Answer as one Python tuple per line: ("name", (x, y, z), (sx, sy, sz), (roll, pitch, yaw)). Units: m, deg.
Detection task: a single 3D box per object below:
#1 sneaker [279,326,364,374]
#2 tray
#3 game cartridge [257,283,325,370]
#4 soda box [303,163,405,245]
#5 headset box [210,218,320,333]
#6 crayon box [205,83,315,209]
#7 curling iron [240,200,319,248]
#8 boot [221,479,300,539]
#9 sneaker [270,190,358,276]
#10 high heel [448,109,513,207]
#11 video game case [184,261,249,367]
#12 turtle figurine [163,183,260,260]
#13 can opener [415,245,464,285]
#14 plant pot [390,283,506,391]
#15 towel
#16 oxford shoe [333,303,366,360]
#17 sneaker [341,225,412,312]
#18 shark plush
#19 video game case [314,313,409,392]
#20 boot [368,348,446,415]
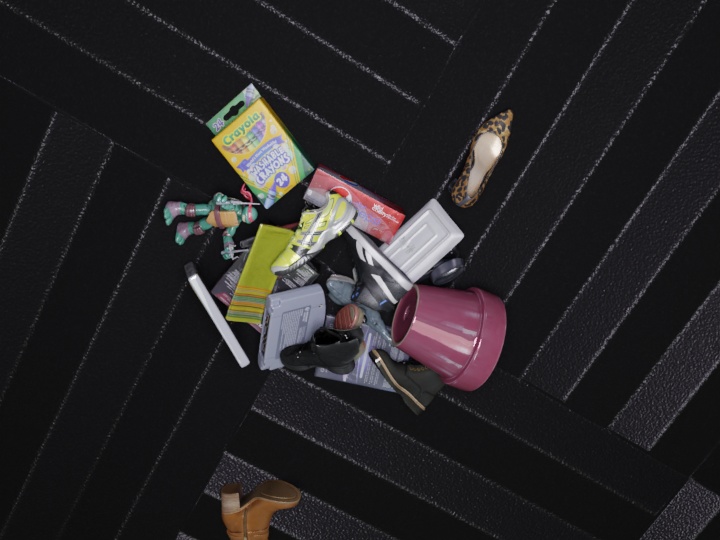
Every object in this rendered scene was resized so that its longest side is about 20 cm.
("sneaker", (-0.079, 0.148, 1.245), (0.196, 0.061, 0.106), (4, 134, 23))
("tray", (0.104, -0.043, 1.292), (0.200, 0.022, 0.108), (-42, 68, 12))
("game cartridge", (-0.138, 0.115, 1.306), (0.131, 0.041, 0.203), (-10, 135, -28))
("soda box", (-0.012, -0.133, 1.269), (0.197, 0.064, 0.071), (28, 106, -9))
("headset box", (-0.199, 0.022, 1.310), (0.148, 0.075, 0.201), (39, 103, -11))
("crayon box", (-0.196, -0.240, 1.241), (0.125, 0.052, 0.201), (-37, 104, 10))
("curling iron", (-0.153, -0.087, 1.245), (0.198, 0.025, 0.051), (-30, 117, -33))
("boot", (-0.227, 0.576, 1.481), (0.195, 0.077, 0.159), (-5, 106, 4))
("sneaker", (-0.099, -0.070, 1.217), (0.199, 0.075, 0.077), (-42, 103, -4))
("high heel", (0.239, -0.210, 1.205), (0.071, 0.143, 0.202), (31, 105, -10))
("video game case", (-0.290, 0.083, 1.276), (0.023, 0.182, 0.203), (-30, 106, -11))
("turtle figurine", (-0.276, -0.098, 1.258), (0.195, 0.102, 0.152), (-2, 124, 9))
("can opener", (0.117, 0.002, 1.316), (0.197, 0.079, 0.064), (-22, 114, 16))
("plant pot", (0.164, 0.117, 1.269), (0.176, 0.201, 0.203), (19, 107, -14))
("towel", (-0.193, 0.010, 1.231), (0.085, 0.018, 0.203), (7, 112, -48))
("oxford shoe", (-0.020, 0.136, 1.310), (0.072, 0.072, 0.201), (6, 143, -17))
("sneaker", (0.000, 0.000, 1.270), (0.112, 0.073, 0.200), (-48, 71, 9))
("shark plush", (-0.003, 0.088, 1.324), (0.090, 0.083, 0.202), (-29, 102, 9))
("video game case", (0.008, 0.182, 1.392), (0.195, 0.019, 0.146), (12, 107, -3))
("boot", (0.116, 0.199, 1.360), (0.138, 0.078, 0.201), (-41, 125, -1))
